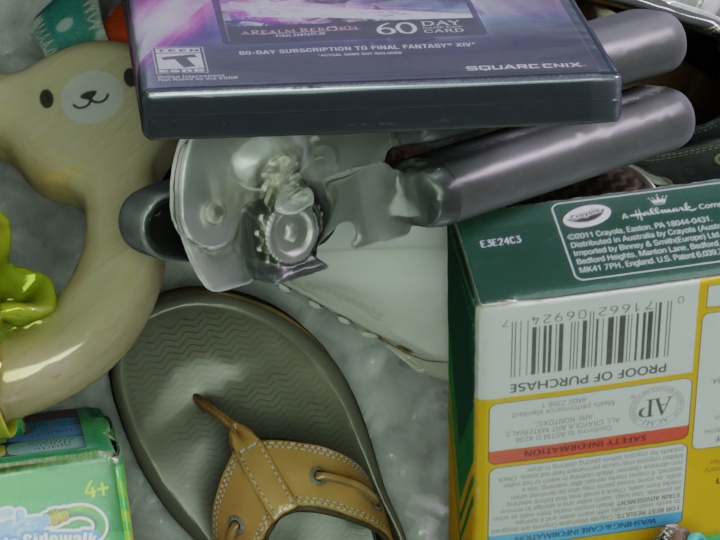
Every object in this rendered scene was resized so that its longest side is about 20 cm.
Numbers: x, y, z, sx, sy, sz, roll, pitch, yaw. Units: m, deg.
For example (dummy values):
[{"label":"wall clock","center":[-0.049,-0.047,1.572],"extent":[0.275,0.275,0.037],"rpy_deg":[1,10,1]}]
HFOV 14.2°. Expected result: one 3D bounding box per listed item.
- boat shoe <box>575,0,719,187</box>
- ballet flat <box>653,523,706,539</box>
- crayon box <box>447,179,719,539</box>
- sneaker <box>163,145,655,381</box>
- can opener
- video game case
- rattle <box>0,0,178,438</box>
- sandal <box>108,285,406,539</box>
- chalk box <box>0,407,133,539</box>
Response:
[{"label":"boat shoe","center":[0.130,-0.048,1.020],"extent":[0.199,0.068,0.072],"rpy_deg":[27,88,-9]},{"label":"ballet flat","center":[0.113,0.178,1.011],"extent":[0.075,0.068,0.201],"rpy_deg":[-13,121,23]},{"label":"crayon box","center":[0.095,0.062,0.994],"extent":[0.125,0.052,0.201],"rpy_deg":[-7,131,-7]},{"label":"sneaker","center":[0.000,0.000,1.005],"extent":[0.199,0.073,0.085],"rpy_deg":[8,121,5]},{"label":"can opener","center":[0.015,-0.042,0.931],"extent":[0.199,0.067,0.054],"rpy_deg":[-18,107,-33]},{"label":"video game case","center":[-0.006,-0.087,0.936],"extent":[0.142,0.200,0.019],"rpy_deg":[-3,115,-7]},{"label":"rattle","center":[-0.113,-0.058,0.917],"extent":[0.200,0.130,0.143],"rpy_deg":[-54,143,-22]},{"label":"sandal","center":[-0.024,0.098,1.014],"extent":[0.081,0.055,0.201],"rpy_deg":[-20,96,-6]},{"label":"chalk box","center":[-0.134,0.114,0.967],"extent":[0.124,0.124,0.201],"rpy_deg":[-9,95,-6]}]
